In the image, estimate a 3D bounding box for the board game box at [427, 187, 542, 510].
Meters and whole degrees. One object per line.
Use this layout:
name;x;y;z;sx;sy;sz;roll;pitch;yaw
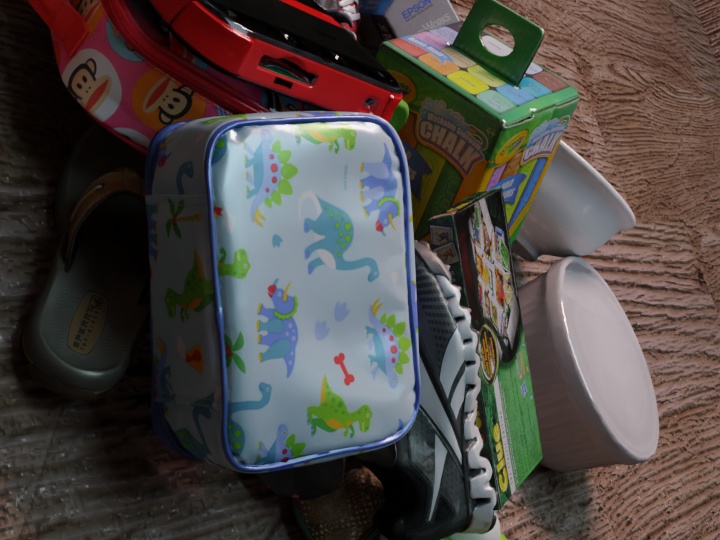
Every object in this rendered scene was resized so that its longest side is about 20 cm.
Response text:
board game box;0.088;0.051;1.037;0.105;0.023;0.201;-30;112;-66

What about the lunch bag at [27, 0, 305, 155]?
lunch bag;-0.131;-0.146;0.952;0.176;0.082;0.200;27;25;-36

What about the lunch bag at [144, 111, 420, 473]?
lunch bag;-0.040;0.011;0.869;0.160;0.082;0.201;-8;97;-40

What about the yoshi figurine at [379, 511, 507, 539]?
yoshi figurine;0.059;0.219;1.024;0.112;0.112;0.200;27;37;8

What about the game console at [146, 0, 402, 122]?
game console;-0.074;-0.163;0.939;0.200;0.031;0.177;14;28;-53

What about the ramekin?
ramekin;0.194;0.095;1.423;0.202;0.094;0.203;43;34;-40

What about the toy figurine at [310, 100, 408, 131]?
toy figurine;0.000;0.000;1.064;0.200;0.150;0.185;62;5;-80

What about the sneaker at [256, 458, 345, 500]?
sneaker;-0.068;0.047;0.977;0.201;0.080;0.086;66;19;-14

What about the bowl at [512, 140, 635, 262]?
bowl;0.157;-0.072;1.452;0.201;0.090;0.201;40;-3;3

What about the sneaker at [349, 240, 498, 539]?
sneaker;0.029;0.083;0.953;0.090;0.066;0.201;-15;103;-27

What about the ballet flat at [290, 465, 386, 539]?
ballet flat;0.023;0.120;1.042;0.065;0.071;0.200;47;47;3

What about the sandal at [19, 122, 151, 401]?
sandal;-0.144;-0.017;0.869;0.081;0.055;0.200;23;44;-11

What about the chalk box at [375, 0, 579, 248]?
chalk box;0.076;-0.110;1.179;0.125;0.201;0.124;35;34;22

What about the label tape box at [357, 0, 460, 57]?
label tape box;0.043;-0.216;1.357;0.200;0.063;0.144;59;-6;-16

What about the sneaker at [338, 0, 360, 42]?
sneaker;-0.015;-0.253;1.284;0.201;0.112;0.071;66;25;-1

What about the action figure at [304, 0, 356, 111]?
action figure;-0.045;-0.163;1.169;0.200;0.102;0.119;52;26;-63
